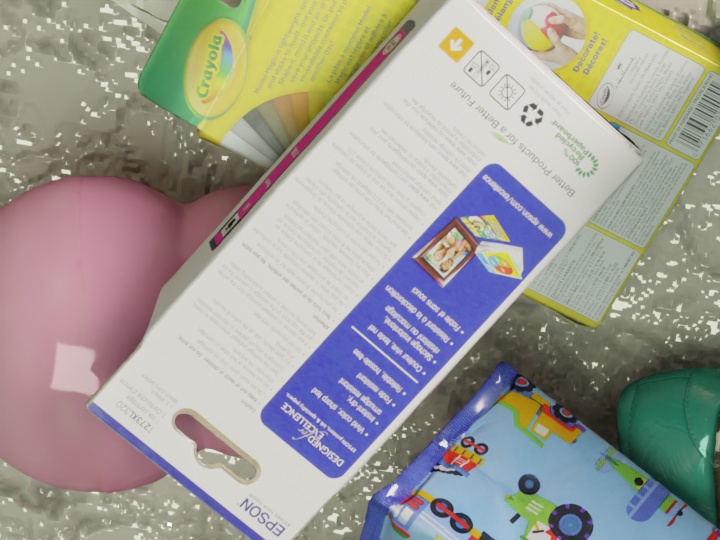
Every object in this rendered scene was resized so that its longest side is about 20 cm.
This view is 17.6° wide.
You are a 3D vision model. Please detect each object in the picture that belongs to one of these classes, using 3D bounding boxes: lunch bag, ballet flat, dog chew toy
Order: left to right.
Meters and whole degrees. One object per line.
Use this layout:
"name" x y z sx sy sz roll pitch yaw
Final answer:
"dog chew toy" -0.054 0.020 0.909 0.199 0.125 0.125 -5 115 -2
"lunch bag" 0.066 0.159 0.946 0.150 0.094 0.200 38 144 13
"ballet flat" 0.136 0.127 0.962 0.070 0.067 0.200 9 119 33

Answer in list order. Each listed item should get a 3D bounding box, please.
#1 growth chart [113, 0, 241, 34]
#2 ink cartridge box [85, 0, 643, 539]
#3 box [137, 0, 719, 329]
"growth chart" -0.033 -0.131 0.887 0.200 0.018 0.145 38 115 -9
"ink cartridge box" 0.000 0.000 0.836 0.095 0.037 0.200 41 94 -17
"box" 0.028 -0.072 0.865 0.200 0.048 0.117 26 108 -15
